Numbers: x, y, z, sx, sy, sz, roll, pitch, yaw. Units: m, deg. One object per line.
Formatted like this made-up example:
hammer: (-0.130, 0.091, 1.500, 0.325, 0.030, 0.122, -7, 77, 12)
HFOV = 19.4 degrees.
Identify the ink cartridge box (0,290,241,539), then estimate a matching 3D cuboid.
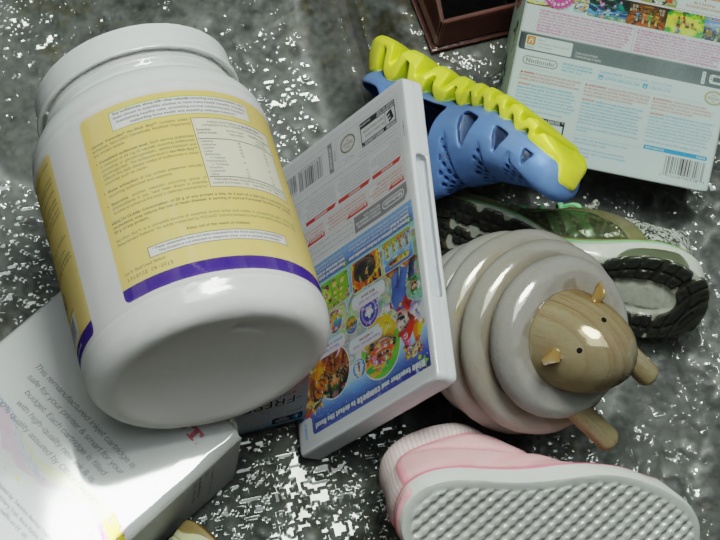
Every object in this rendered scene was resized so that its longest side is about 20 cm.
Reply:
ink cartridge box: (-0.190, 0.124, 1.258, 0.145, 0.088, 0.200, 43, 69, 12)

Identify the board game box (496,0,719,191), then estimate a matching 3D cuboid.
board game box: (0.176, -0.166, 1.399, 0.146, 0.064, 0.202, 12, 97, -2)

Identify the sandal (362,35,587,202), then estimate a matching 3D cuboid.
sandal: (0.062, -0.078, 1.344, 0.199, 0.079, 0.088, 29, 87, 47)

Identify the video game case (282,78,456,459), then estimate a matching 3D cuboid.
video game case: (0.000, 0.000, 1.315, 0.018, 0.143, 0.202, 13, 60, -35)

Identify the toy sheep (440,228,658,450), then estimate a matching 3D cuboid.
toy sheep: (0.099, 0.039, 1.294, 0.137, 0.199, 0.139, -3, 95, -33)

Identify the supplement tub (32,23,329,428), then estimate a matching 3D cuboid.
supplement tub: (-0.109, -0.026, 1.221, 0.144, 0.146, 0.201, -12, 61, -12)

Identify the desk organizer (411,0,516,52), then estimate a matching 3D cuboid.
desk organizer: (0.135, -0.222, 1.463, 0.198, 0.077, 0.072, -15, 67, -13)

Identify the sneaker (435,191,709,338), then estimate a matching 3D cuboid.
sneaker: (0.133, -0.016, 1.387, 0.198, 0.077, 0.089, 16, 33, 3)

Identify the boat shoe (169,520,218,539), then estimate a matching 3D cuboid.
boat shoe: (-0.054, 0.239, 1.236, 0.066, 0.074, 0.200, -43, 74, -9)

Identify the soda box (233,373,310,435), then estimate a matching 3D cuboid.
soda box: (-0.091, 0.001, 1.330, 0.063, 0.069, 0.201, -13, 62, -12)

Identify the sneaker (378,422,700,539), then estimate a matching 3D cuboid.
sneaker: (0.103, 0.138, 1.284, 0.198, 0.105, 0.076, 8, 104, -18)
